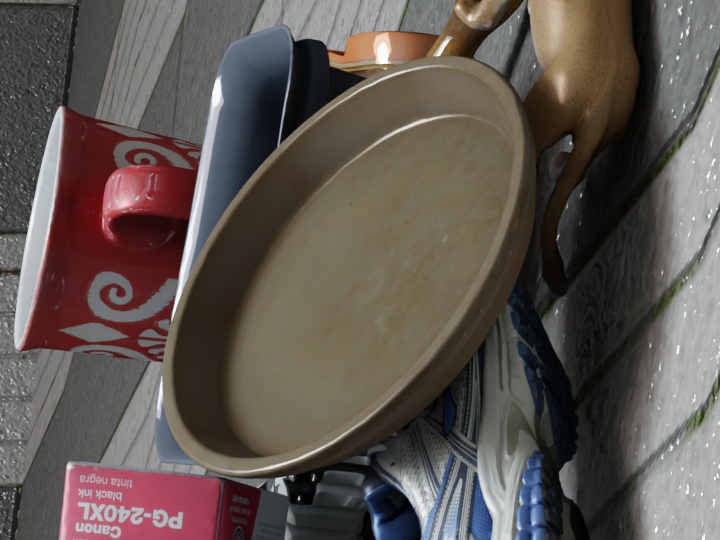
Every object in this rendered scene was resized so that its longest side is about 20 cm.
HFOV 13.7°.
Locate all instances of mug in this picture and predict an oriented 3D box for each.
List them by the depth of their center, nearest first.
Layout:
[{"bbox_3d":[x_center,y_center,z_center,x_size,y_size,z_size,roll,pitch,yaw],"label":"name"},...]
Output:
[{"bbox_3d":[-0.076,0.001,1.608,0.178,0.199,0.134,-122,44,-74],"label":"mug"}]

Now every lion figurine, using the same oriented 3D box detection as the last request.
[{"bbox_3d":[0.088,-0.103,1.242,0.123,0.072,0.201,129,136,-54],"label":"lion figurine"}]

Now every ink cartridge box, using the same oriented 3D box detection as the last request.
[{"bbox_3d":[-0.097,0.200,1.443,0.145,0.083,0.201,38,-123,-77],"label":"ink cartridge box"}]

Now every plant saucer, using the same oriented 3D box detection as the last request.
[{"bbox_3d":[-0.001,0.002,1.214,0.200,0.029,0.200,-34,35,28],"label":"plant saucer"}]

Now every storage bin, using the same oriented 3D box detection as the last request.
[{"bbox_3d":[0.000,0.000,1.373,0.145,0.134,0.201,173,106,-70],"label":"storage bin"}]

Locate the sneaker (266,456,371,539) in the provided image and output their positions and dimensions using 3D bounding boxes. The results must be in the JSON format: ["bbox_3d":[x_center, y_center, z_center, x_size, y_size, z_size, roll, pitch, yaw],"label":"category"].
[{"bbox_3d":[-0.015,0.095,1.557,0.091,0.066,0.200,-95,16,-48],"label":"sneaker"}]

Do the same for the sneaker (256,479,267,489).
[{"bbox_3d":[-0.059,0.215,1.657,0.093,0.070,0.201,135,142,-62],"label":"sneaker"}]

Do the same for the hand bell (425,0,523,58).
[{"bbox_3d":[0.040,-0.100,1.459,0.200,0.104,0.104,-58,21,33],"label":"hand bell"}]

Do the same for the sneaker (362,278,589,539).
[{"bbox_3d":[0.038,0.069,1.181,0.200,0.085,0.077,-91,-21,-50],"label":"sneaker"}]

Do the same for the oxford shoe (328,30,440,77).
[{"bbox_3d":[0.002,-0.084,1.637,0.200,0.071,0.073,165,110,-78],"label":"oxford shoe"}]
